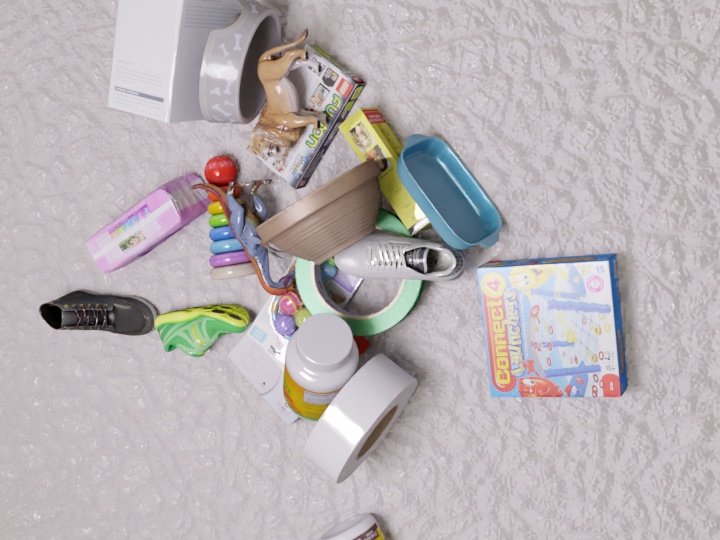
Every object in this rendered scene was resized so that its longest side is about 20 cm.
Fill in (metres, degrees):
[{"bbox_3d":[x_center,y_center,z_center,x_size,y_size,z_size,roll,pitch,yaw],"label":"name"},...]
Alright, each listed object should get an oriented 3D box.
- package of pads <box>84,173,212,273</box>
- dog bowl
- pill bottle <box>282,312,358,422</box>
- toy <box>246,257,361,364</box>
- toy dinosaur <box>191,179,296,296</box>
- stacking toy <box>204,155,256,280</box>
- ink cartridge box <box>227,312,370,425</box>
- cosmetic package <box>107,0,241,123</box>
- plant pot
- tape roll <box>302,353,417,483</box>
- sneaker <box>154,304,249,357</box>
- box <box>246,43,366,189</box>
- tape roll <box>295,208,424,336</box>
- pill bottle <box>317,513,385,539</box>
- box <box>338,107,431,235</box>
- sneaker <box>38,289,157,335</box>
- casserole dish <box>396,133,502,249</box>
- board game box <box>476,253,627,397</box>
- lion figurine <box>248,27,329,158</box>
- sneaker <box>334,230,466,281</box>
[{"bbox_3d":[-0.353,-0.079,1.724,0.199,0.120,0.076,-31,92,26],"label":"package of pads"},{"bbox_3d":[-0.178,-0.314,1.558,0.058,0.200,0.201,17,107,10],"label":"dog bowl"},{"bbox_3d":[-0.060,0.145,1.556,0.111,0.111,0.200,37,154,14],"label":"pill bottle"},{"bbox_3d":[-0.096,0.057,1.650,0.115,0.047,0.201,36,100,12],"label":"toy"},{"bbox_3d":[-0.162,-0.052,1.628,0.199,0.105,0.183,3,98,40],"label":"toy dinosaur"},{"bbox_3d":[-0.219,-0.088,1.686,0.085,0.085,0.202,-7,93,26],"label":"stacking toy"},{"bbox_3d":[-0.105,0.133,1.693,0.163,0.057,0.200,47,120,10],"label":"ink cartridge box"},{"bbox_3d":[-0.277,-0.343,1.591,0.122,0.199,0.201,18,107,21],"label":"cosmetic package"},{"bbox_3d":[-0.044,-0.072,1.476,0.200,0.201,0.093,-29,92,27],"label":"plant pot"},{"bbox_3d":[0.000,0.228,1.578,0.071,0.202,0.203,36,113,13],"label":"tape roll"},{"bbox_3d":[-0.263,0.103,1.749,0.199,0.074,0.084,-7,95,35],"label":"sneaker"},{"bbox_3d":[-0.087,-0.240,1.616,0.110,0.035,0.201,39,114,13],"label":"box"},{"bbox_3d":[0.000,0.000,1.585,0.199,0.048,0.202,0,92,10],"label":"tape roll"},{"bbox_3d":[0.015,0.509,1.676,0.109,0.109,0.201,-28,88,27],"label":"pill bottle"},{"bbox_3d":[0.050,-0.151,1.549,0.050,0.075,0.201,-37,83,24],"label":"box"},{"bbox_3d":[-0.463,0.085,1.816,0.199,0.106,0.075,7,103,24],"label":"sneaker"},{"bbox_3d":[0.125,-0.109,1.502,0.200,0.121,0.039,53,134,7],"label":"casserole dish"},{"bbox_3d":[0.279,0.083,1.498,0.195,0.056,0.201,-4,99,25],"label":"board game box"},{"bbox_3d":[-0.119,-0.265,1.551,0.122,0.073,0.201,5,117,19],"label":"lion figurine"},{"bbox_3d":[0.055,-0.020,1.511,0.199,0.080,0.077,0,93,13],"label":"sneaker"}]
